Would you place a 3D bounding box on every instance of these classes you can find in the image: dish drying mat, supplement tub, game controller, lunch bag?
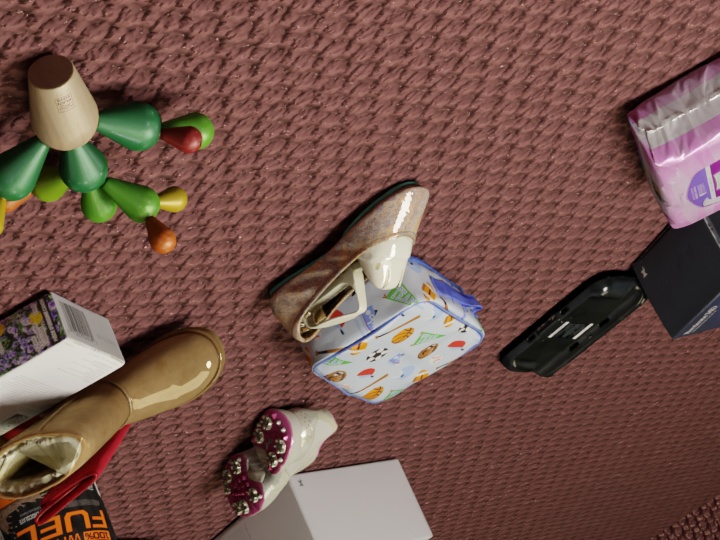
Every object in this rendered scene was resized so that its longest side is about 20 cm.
[{"bbox_3d":[-0.251,0.173,1.570,0.077,0.018,0.200,-39,-172,13],"label":"dish drying mat"},{"bbox_3d":[-0.299,0.277,1.650,0.122,0.201,0.123,-22,158,-10],"label":"supplement tub"},{"bbox_3d":[0.253,0.063,1.992,0.104,0.042,0.200,14,137,-36],"label":"game controller"},{"bbox_3d":[0.035,0.058,1.690,0.160,0.076,0.200,-34,156,13],"label":"lunch bag"}]

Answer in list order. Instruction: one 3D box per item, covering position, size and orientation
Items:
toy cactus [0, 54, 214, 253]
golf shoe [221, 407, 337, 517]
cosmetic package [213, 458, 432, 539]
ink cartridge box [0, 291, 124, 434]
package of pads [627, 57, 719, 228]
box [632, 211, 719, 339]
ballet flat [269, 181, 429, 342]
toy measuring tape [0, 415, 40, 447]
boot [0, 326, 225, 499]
[{"bbox_3d":[-0.197,-0.075,1.152,0.199,0.103,0.165,-14,147,-5],"label":"toy cactus"},{"bbox_3d":[-0.091,0.218,1.910,0.091,0.076,0.200,-13,156,-35],"label":"golf shoe"},{"bbox_3d":[-0.053,0.350,2.174,0.199,0.123,0.200,-3,147,-44],"label":"cosmetic package"},{"bbox_3d":[-0.314,0.096,1.438,0.199,0.051,0.109,-29,158,10],"label":"ink cartridge box"},{"bbox_3d":[0.328,-0.120,1.606,0.120,0.076,0.200,-27,158,7],"label":"package of pads"},{"bbox_3d":[0.437,-0.017,1.909,0.199,0.105,0.148,-13,155,-29],"label":"box"},{"bbox_3d":[0.000,0.000,1.534,0.200,0.067,0.068,-40,154,31],"label":"ballet flat"},{"bbox_3d":[-0.303,0.179,1.508,0.073,0.074,0.200,-27,-164,3],"label":"toy measuring tape"},{"bbox_3d":[-0.217,0.125,1.470,0.175,0.066,0.200,-30,-176,15],"label":"boot"}]
